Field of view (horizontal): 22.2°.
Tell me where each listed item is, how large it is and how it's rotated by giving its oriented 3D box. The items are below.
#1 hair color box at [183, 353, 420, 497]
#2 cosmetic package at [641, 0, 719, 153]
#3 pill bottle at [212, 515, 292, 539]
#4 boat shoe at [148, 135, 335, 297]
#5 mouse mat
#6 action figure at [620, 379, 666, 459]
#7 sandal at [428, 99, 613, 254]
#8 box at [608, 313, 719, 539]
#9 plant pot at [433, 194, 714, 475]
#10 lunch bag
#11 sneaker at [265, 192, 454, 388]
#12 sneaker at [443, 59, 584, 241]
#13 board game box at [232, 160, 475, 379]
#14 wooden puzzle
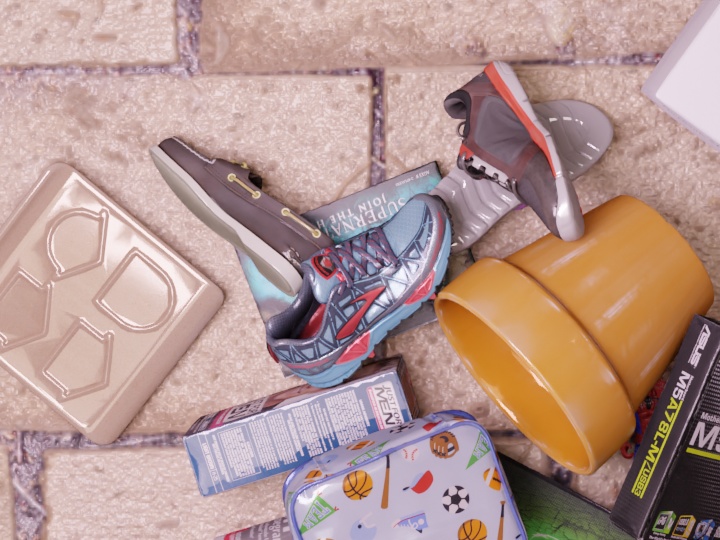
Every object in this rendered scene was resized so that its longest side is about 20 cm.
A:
[{"bbox_3d":[-0.050,0.137,1.633,0.198,0.100,0.061,-17,95,5],"label":"hair color box"},{"bbox_3d":[0.350,-0.137,1.522,0.199,0.200,0.123,36,97,1],"label":"cosmetic package"},{"bbox_3d":[-0.028,0.266,1.639,0.198,0.111,0.112,-17,94,6],"label":"pill bottle"},{"bbox_3d":[-0.106,-0.059,1.621,0.061,0.072,0.201,-43,66,-13],"label":"boat shoe"},{"bbox_3d":[0.164,0.271,1.624,0.199,0.008,0.162,25,98,27],"label":"mouse mat"},{"bbox_3d":[0.261,0.171,1.616,0.065,0.099,0.202,-7,93,4],"label":"action figure"},{"bbox_3d":[0.131,-0.084,1.621,0.202,0.050,0.083,-32,70,-9],"label":"sandal"},{"bbox_3d":[0.324,0.150,1.574,0.199,0.047,0.194,17,101,-40],"label":"box"},{"bbox_3d":[0.194,0.039,1.566,0.183,0.200,0.201,-40,92,-11],"label":"plant pot"},{"bbox_3d":[0.034,0.218,1.547,0.199,0.076,0.161,-21,100,-6],"label":"lunch bag"},{"bbox_3d":[-0.003,0.011,1.547,0.095,0.079,0.200,30,103,-40],"label":"sneaker"},{"bbox_3d":[0.127,-0.089,1.556,0.081,0.077,0.201,-26,48,4],"label":"sneaker"},{"bbox_3d":[0.000,0.000,1.651,0.199,0.028,0.136,-22,93,6],"label":"board game box"},{"bbox_3d":[-0.251,0.029,1.669,0.200,0.046,0.186,38,98,-5],"label":"wooden puzzle"}]
